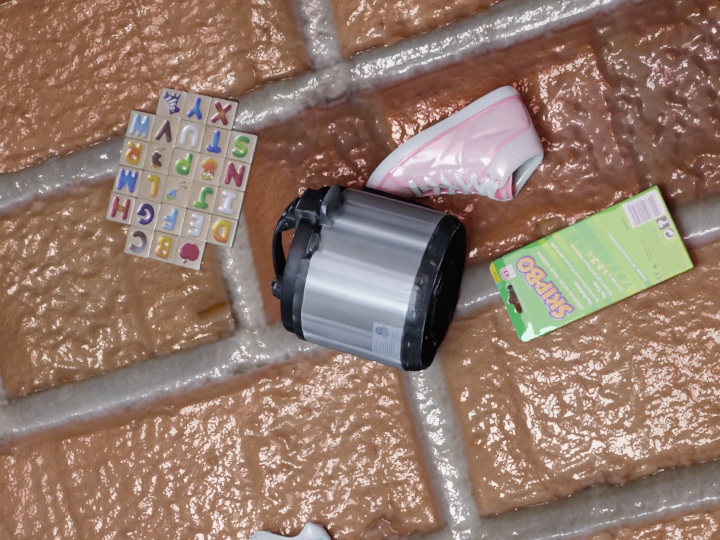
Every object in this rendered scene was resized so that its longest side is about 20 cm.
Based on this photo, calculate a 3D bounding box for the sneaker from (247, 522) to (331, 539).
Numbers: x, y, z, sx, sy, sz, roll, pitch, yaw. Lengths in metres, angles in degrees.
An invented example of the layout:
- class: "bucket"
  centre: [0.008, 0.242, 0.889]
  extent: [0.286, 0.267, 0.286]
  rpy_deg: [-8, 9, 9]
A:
- class: "sneaker"
  centre: [-0.118, 0.335, 1.561]
  extent: [0.198, 0.070, 0.081]
  rpy_deg: [-16, 72, 8]

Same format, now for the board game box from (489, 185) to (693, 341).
- class: "board game box"
  centre: [0.245, -0.005, 1.503]
  extent: [0.199, 0.030, 0.096]
  rpy_deg: [-24, 79, 10]

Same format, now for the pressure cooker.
- class: "pressure cooker"
  centre: [-0.001, 0.001, 1.491]
  extent: [0.198, 0.179, 0.178]
  rpy_deg: [15, 95, 14]

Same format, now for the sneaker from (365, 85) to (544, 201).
- class: "sneaker"
  centre: [0.107, -0.106, 1.524]
  extent: [0.199, 0.075, 0.105]
  rpy_deg: [-31, 73, 7]

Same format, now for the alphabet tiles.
- class: "alphabet tiles"
  centre: [-0.210, -0.108, 1.649]
  extent: [0.165, 0.006, 0.202]
  rpy_deg: [13, 89, 16]
